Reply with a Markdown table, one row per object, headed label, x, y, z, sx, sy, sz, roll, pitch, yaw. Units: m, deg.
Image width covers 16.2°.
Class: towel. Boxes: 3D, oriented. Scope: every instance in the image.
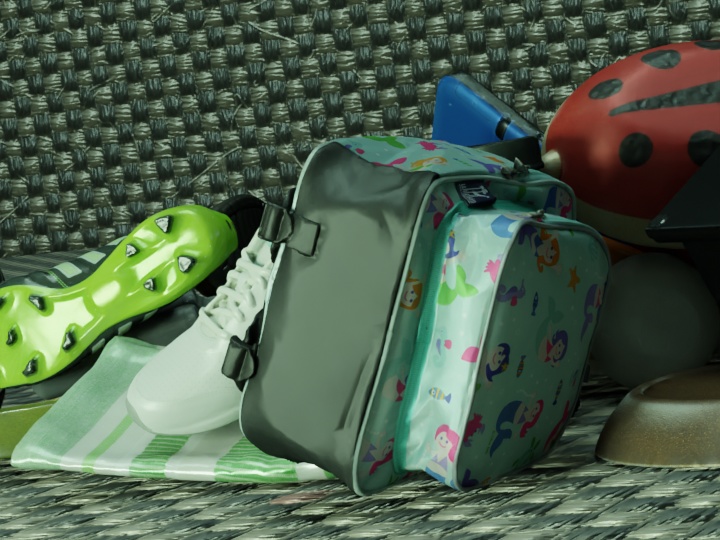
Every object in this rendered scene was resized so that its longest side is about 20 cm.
| label | x | y | z | sx | sy | sz | roll | pitch | yaw |
| --- | --- | --- | --- | --- | --- | --- | --- | --- | --- |
| towel | -0.078 | 0.077 | 1.444 | 0.198 | 0.024 | 0.153 | 2 | 25 | 20 |

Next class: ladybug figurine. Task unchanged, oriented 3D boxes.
| label | x | y | z | sx | sy | sz | roll | pitch | yaw |
| --- | --- | --- | --- | --- | --- | --- | --- | --- | --- |
| ladybug figurine | 0.200 | -0.082 | 1.499 | 0.199 | 0.136 | 0.072 | -14 | -31 | -19 |

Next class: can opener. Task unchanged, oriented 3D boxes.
| label | x | y | z | sx | sy | sz | roll | pitch | yaw |
| --- | --- | --- | --- | --- | --- | --- | --- | --- | --- |
| can opener | -0.111 | 0.049 | 1.616 | 0.199 | 0.067 | 0.053 | -18 | 24 | 2 |

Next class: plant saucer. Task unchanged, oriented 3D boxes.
| label | x | y | z | sx | sy | sz | roll | pitch | yaw |
| --- | --- | --- | --- | --- | --- | --- | --- | --- | --- |
| plant saucer | -0.178 | 0.095 | 1.600 | 0.198 | 0.031 | 0.200 | -10 | 0 | 0 |
| plant saucer | 0.218 | 0.068 | 1.318 | 0.199 | 0.032 | 0.200 | -8 | 3 | 0 |

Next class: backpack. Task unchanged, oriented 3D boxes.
| label | x | y | z | sx | sy | sz | roll | pitch | yaw |
| --- | --- | --- | --- | --- | --- | --- | --- | --- | --- |
| backpack | 0.042 | 0.022 | 1.316 | 0.150 | 0.179 | 0.200 | 18 | 11 | 21 |

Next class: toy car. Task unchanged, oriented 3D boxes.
| label | x | y | z | sx | sy | sz | roll | pitch | yaw |
| --- | --- | --- | --- | --- | --- | --- | --- | --- | --- |
| toy car | 0.202 | -0.012 | 1.577 | 0.198 | 0.151 | 0.175 | -9 | 4 | -11 |

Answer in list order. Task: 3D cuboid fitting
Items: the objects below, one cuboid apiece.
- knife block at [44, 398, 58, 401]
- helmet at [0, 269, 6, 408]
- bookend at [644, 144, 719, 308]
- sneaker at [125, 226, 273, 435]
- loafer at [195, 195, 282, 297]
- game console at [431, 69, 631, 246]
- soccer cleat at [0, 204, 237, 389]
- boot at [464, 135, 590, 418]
| label | x | y | z | sx | sy | sz | roll | pitch | yaw |
| --- | --- | --- | --- | --- | --- | --- | --- | --- | --- |
| knife block | -0.117 | 0.065 | 1.741 | 0.198 | 0.065 | 0.176 | -8 | 4 | -10 |
| helmet | -0.331 | 0.040 | 1.758 | 0.198 | 0.202 | 0.191 | -8 | -13 | -7 |
| bookend | 0.290 | -0.009 | 1.437 | 0.200 | 0.199 | 0.092 | -44 | 24 | -29 |
| sneaker | -0.051 | 0.015 | 1.408 | 0.200 | 0.080 | 0.070 | -35 | 43 | -10 |
| loafer | -0.085 | -0.009 | 1.743 | 0.071 | 0.074 | 0.200 | -14 | -3 | 18 |
| game console | 0.141 | -0.044 | 1.703 | 0.118 | 0.201 | 0.171 | -34 | 59 | -29 |
| soccer cleat | -0.163 | 0.019 | 1.569 | 0.199 | 0.068 | 0.081 | -26 | -7 | 18 |
| boot | 0.079 | 0.006 | 1.505 | 0.073 | 0.164 | 0.198 | -10 | 3 | -10 |
